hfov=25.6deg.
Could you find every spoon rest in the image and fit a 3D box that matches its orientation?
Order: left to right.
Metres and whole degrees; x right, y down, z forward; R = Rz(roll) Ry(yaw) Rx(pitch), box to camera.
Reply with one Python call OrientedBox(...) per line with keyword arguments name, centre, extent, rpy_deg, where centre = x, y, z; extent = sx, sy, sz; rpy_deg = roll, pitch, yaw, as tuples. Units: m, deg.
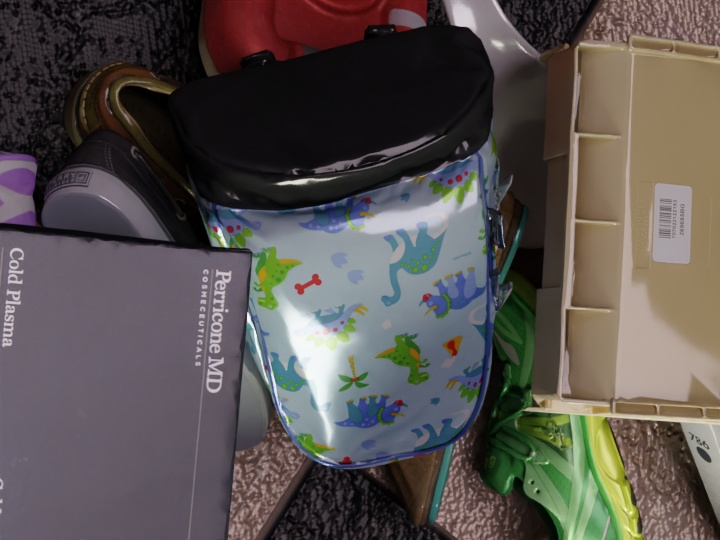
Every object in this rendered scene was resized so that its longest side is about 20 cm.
OrientedBox(name="spoon rest", centre=(0.082, -0.107, 0.931), extent=(0.098, 0.061, 0.202), rpy_deg=(-24, 100, 6))

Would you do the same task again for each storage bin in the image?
OrientedBox(name="storage bin", centre=(0.188, -0.016, 0.882), extent=(0.196, 0.094, 0.203), rpy_deg=(5, 86, -17))

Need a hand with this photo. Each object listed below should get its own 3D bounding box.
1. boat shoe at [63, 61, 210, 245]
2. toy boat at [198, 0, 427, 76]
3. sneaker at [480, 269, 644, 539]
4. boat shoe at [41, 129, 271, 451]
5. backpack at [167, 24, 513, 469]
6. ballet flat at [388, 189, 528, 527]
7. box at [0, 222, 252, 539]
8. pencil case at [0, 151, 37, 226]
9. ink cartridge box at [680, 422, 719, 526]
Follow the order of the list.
OrientedBox(name="boat shoe", centre=(-0.066, -0.044, 0.857), extent=(0.199, 0.068, 0.073), rpy_deg=(26, 78, -26))
OrientedBox(name="toy boat", centre=(-0.006, -0.176, 0.837), extent=(0.129, 0.130, 0.203), rpy_deg=(15, 64, -27))
OrientedBox(name="sneaker", centre=(0.105, 0.094, 0.941), extent=(0.083, 0.074, 0.202), rpy_deg=(-20, 86, 2))
OrientedBox(name="boat shoe", centre=(-0.100, 0.011, 0.836), extent=(0.201, 0.069, 0.067), rpy_deg=(57, 31, -34))
OrientedBox(name="backpack", centre=(0.000, 0.000, 0.800), extent=(0.161, 0.201, 0.155), rpy_deg=(-12, 52, -9))
OrientedBox(name="ballet flat", centre=(0.036, 0.043, 0.911), extent=(0.071, 0.068, 0.203), rpy_deg=(16, 99, 0))
OrientedBox(name="box", centre=(-0.154, 0.081, 0.697), extent=(0.180, 0.104, 0.203), rpy_deg=(6, 89, -22))
OrientedBox(name="pencil case", centre=(-0.196, 0.038, 0.781), extent=(0.083, 0.085, 0.203), rpy_deg=(2, 92, -13))
OrientedBox(name="ink cartridge box", centre=(0.262, 0.109, 1.013), extent=(0.099, 0.039, 0.201), rpy_deg=(-37, 126, -17))
